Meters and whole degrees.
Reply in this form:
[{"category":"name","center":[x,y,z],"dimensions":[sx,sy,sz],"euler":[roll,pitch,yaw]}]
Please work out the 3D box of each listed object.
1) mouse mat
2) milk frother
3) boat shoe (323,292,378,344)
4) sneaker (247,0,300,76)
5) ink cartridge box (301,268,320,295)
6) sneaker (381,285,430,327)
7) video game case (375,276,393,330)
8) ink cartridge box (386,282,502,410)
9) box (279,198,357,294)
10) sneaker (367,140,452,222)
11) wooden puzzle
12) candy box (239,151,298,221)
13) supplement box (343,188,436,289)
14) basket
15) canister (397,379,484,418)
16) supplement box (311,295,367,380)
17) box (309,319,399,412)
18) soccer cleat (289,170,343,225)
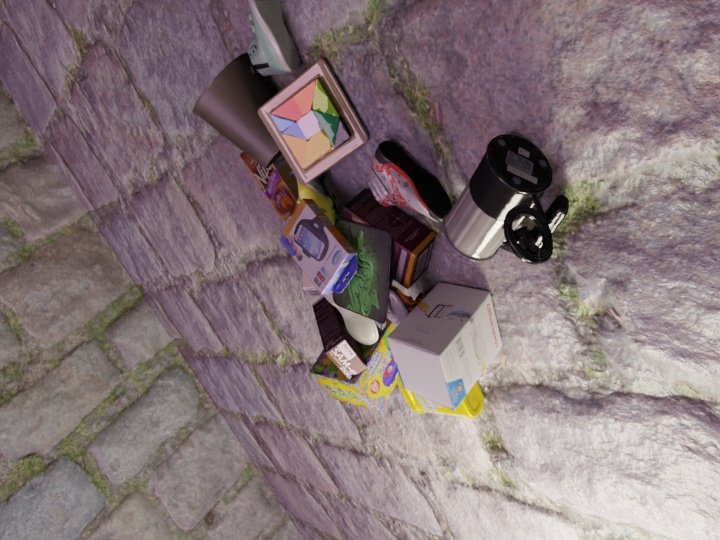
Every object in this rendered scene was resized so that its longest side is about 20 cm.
[{"category":"mouse mat","center":[0.000,0.000,1.169],"dimensions":[0.158,0.007,0.207],"euler":[18,115,37]},{"category":"milk frother","center":[0.224,-0.073,0.886],"dimensions":[0.179,0.200,0.190],"euler":[38,145,9]},{"category":"boat shoe","center":[-0.024,0.087,1.287],"dimensions":[0.073,0.061,0.201],"euler":[-36,105,17]},{"category":"sneaker","center":[-0.210,-0.493,1.103],"dimensions":[0.116,0.074,0.205],"euler":[3,127,40]},{"category":"ink cartridge box","center":[-0.117,-0.048,1.332],"dimensions":[0.161,0.048,0.208],"euler":[88,-179,-83]},{"category":"sneaker","center":[0.117,0.077,1.218],"dimensions":[0.076,0.113,0.202],"euler":[17,150,41]},{"category":"video game case","center":[0.009,0.044,1.271],"dimensions":[0.141,0.019,0.203],"euler":[35,148,21]},{"category":"ink cartridge box","center":[0.181,0.150,1.141],"dimensions":[0.142,0.199,0.151],"euler":[11,132,45]},{"category":"box","center":[-0.090,-0.046,1.193],"dimensions":[0.201,0.041,0.120],"euler":[50,120,25]},{"category":"sneaker","center":[0.094,-0.153,1.081],"dimensions":[0.202,0.067,0.109],"euler":[47,147,11]},{"category":"wooden puzzle","center":[-0.103,-0.302,1.131],"dimensions":[0.197,0.037,0.188],"euler":[-28,102,27]},{"category":"candy box","center":[-0.213,-0.236,1.369],"dimensions":[0.116,0.056,0.203],"euler":[-20,105,55]},{"category":"supplement box","center":[0.056,-0.071,1.181],"dimensions":[0.198,0.085,0.112],"euler":[36,144,21]},{"category":"basket","center":[-0.248,-0.346,1.231],"dimensions":[0.201,0.180,0.136],"euler":[47,-176,-9]},{"category":"canister","center":[0.197,0.292,1.358],"dimensions":[0.197,0.086,0.151],"euler":[-8,116,50]},{"category":"supplement box","center":[-0.053,0.156,1.323],"dimensions":[0.110,0.060,0.201],"euler":[53,-174,-31]},{"category":"box","center":[0.007,0.228,1.397],"dimensions":[0.190,0.202,0.123],"euler":[0,138,50]},{"category":"soccer cleat","center":[-0.100,-0.156,1.256],"dimensions":[0.082,0.065,0.205],"euler":[-27,83,12]}]
